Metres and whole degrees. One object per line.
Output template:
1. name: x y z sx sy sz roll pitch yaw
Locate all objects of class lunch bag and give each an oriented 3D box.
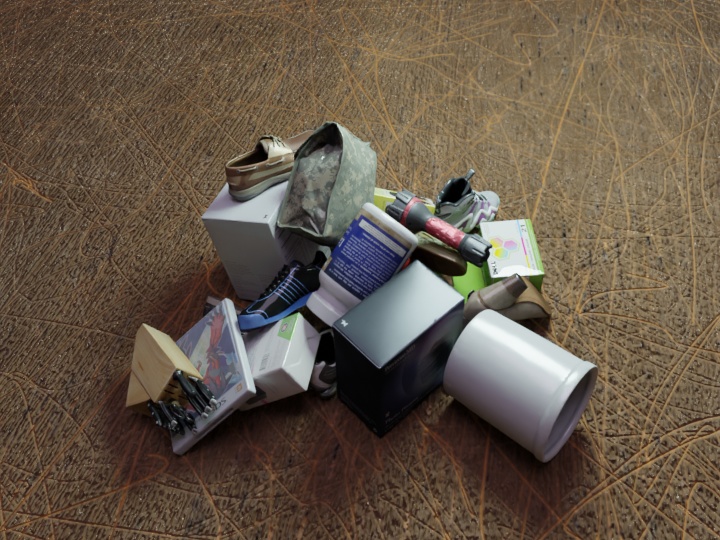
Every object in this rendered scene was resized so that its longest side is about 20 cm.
1. lunch bag: -0.047 -0.149 1.378 0.115 0.163 0.205 15 88 27

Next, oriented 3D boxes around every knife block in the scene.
1. knife block: -0.305 0.173 1.288 0.172 0.064 0.205 -20 55 30

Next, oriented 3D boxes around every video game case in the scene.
1. video game case: -0.264 0.176 1.311 0.181 0.023 0.202 -39 46 17

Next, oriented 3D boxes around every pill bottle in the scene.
1. pill bottle: 0.000 0.000 1.305 0.115 0.115 0.202 35 92 30

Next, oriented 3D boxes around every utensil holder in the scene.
1. utensil holder: 0.254 0.181 1.255 0.198 0.173 0.170 29 55 30

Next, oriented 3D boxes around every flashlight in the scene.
1. flashlight: 0.144 -0.075 1.420 0.197 0.069 0.068 31 55 17

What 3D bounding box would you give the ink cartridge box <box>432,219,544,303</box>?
1. ink cartridge box: 0.238 -0.015 1.490 0.194 0.077 0.150 -3 47 -1

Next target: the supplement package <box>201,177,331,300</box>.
1. supplement package: -0.169 -0.064 1.451 0.148 0.203 0.152 6 46 26

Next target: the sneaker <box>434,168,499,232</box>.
1. sneaker: 0.220 -0.149 1.562 0.077 0.142 0.198 36 50 29

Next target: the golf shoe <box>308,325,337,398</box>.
1. golf shoe: -0.033 0.124 1.368 0.076 0.096 0.202 13 48 16

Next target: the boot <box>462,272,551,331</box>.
1. boot: 0.251 0.077 1.394 0.145 0.199 0.071 -39 51 15

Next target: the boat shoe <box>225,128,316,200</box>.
1. boat shoe: -0.154 -0.202 1.385 0.198 0.073 0.075 -35 42 -19

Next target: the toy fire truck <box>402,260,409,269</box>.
1. toy fire truck: 0.017 0.016 1.438 0.164 0.114 0.201 -19 29 4

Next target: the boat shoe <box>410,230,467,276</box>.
1. boat shoe: 0.135 -0.049 1.503 0.198 0.074 0.063 28 70 39

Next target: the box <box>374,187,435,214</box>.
1. box: 0.044 -0.128 1.515 0.194 0.051 0.075 10 16 -6

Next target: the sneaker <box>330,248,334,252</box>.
1. sneaker: -0.004 -0.088 1.560 0.195 0.089 0.074 -18 48 -13

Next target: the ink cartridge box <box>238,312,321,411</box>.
1. ink cartridge box: -0.168 0.163 1.321 0.197 0.067 0.119 -22 37 34

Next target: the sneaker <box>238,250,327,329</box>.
1. sneaker: -0.133 0.033 1.349 0.197 0.080 0.070 -26 11 -29

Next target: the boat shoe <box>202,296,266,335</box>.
1. boat shoe: -0.206 0.113 1.421 0.196 0.073 0.064 25 89 19

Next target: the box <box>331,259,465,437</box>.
1. box: 0.063 0.131 1.284 0.198 0.201 0.123 -36 55 -26
